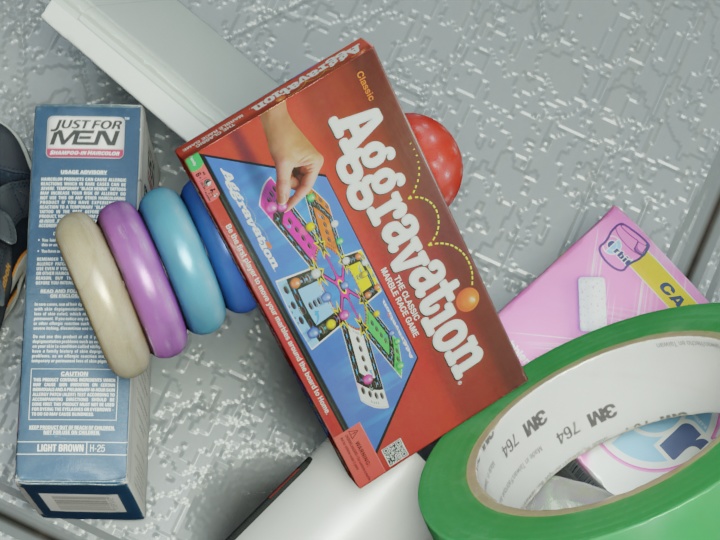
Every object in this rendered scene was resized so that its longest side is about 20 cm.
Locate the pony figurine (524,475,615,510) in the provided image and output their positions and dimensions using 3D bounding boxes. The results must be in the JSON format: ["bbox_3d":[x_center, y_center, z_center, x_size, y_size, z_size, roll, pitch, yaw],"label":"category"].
[{"bbox_3d":[0.123,0.195,1.019,0.192,0.200,0.168,2,98,31],"label":"pony figurine"}]

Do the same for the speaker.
[{"bbox_3d":[-0.042,0.167,1.091,0.081,0.081,0.200,43,75,9],"label":"speaker"}]

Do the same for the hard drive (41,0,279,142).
[{"bbox_3d":[-0.067,-0.084,1.144,0.200,0.132,0.026,40,108,8],"label":"hard drive"}]

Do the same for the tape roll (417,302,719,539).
[{"bbox_3d":[0.126,0.089,1.002,0.200,0.200,0.048,-32,111,-13],"label":"tape roll"}]

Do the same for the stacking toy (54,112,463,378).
[{"bbox_3d":[-0.044,-0.023,1.036,0.199,0.085,0.086,-24,76,-8],"label":"stacking toy"}]

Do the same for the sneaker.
[{"bbox_3d":[-0.220,0.002,1.130,0.078,0.079,0.201,10,71,-1],"label":"sneaker"}]

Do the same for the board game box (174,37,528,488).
[{"bbox_3d":[0.000,0.000,1.010,0.103,0.019,0.201,-32,119,-9],"label":"board game box"}]

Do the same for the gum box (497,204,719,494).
[{"bbox_3d":[0.161,0.081,1.139,0.113,0.066,0.200,-41,81,-13],"label":"gum box"}]

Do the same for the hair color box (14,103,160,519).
[{"bbox_3d":[-0.142,0.023,1.116,0.060,0.100,0.202,1,73,0],"label":"hair color box"}]
